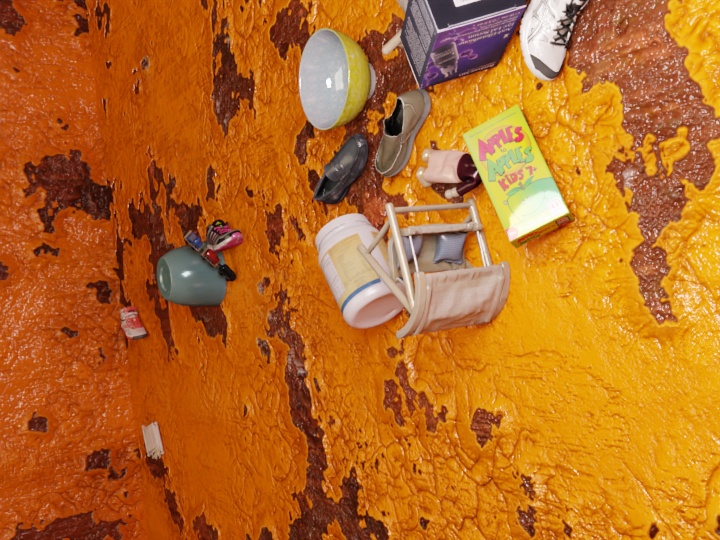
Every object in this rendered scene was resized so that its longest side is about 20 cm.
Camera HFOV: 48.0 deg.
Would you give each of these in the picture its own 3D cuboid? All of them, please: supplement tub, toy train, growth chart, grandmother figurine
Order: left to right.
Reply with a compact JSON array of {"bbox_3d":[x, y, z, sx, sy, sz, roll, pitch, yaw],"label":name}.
[{"bbox_3d":[-0.797,0.654,3.102,0.200,0.018,0.146,-28,72,55],"label":"growth chart"},{"bbox_3d":[-0.425,-0.040,2.288,0.200,0.034,0.046,46,158,-21],"label":"toy train"},{"bbox_3d":[0.000,0.000,1.644,0.201,0.144,0.145,64,142,28],"label":"supplement tub"},{"bbox_3d":[0.185,-0.181,1.410,0.199,0.060,0.122,16,97,53],"label":"grandmother figurine"}]

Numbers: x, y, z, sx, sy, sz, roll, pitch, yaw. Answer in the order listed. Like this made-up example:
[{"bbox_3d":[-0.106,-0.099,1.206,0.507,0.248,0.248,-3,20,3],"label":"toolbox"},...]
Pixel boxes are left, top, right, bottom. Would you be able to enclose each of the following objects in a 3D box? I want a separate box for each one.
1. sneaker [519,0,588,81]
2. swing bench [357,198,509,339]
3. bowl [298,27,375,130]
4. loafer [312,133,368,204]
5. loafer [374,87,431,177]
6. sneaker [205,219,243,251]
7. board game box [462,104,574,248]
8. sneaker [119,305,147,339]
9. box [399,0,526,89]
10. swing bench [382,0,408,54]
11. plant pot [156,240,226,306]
[{"bbox_3d":[0.291,-0.383,1.190,0.087,0.075,0.202,17,110,55],"label":"sneaker"},{"bbox_3d":[0.134,-0.005,1.387,0.130,0.198,0.201,-54,52,46],"label":"swing bench"},{"bbox_3d":[-0.033,-0.389,1.658,0.200,0.107,0.202,15,107,56],"label":"bowl"},{"bbox_3d":[-0.044,-0.214,1.739,0.201,0.070,0.068,-56,51,45],"label":"loafer"},{"bbox_3d":[0.066,-0.267,1.562,0.075,0.069,0.201,57,139,34],"label":"loafer"},{"bbox_3d":[-0.394,-0.104,2.295,0.200,0.073,0.088,-12,92,62],"label":"sneaker"},{"bbox_3d":[0.247,-0.149,1.280,0.101,0.048,0.201,-27,69,17],"label":"board game box"},{"bbox_3d":[-0.871,0.197,3.089,0.201,0.067,0.109,11,108,58],"label":"sneaker"},{"bbox_3d":[0.154,-0.389,1.269,0.200,0.147,0.105,101,150,-77],"label":"box"},{"bbox_3d":[0.097,-0.512,1.411,0.200,0.129,0.200,-50,54,42],"label":"swing bench"},{"bbox_3d":[-0.514,0.016,2.423,0.200,0.160,0.203,17,110,55],"label":"plant pot"}]
